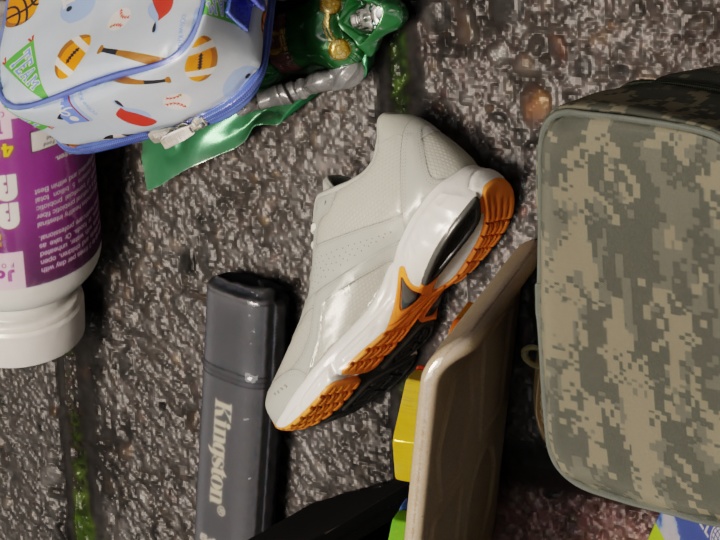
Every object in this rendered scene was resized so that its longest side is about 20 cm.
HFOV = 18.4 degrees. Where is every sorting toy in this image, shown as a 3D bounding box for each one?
[{"bbox_3d":[0.045,0.097,1.137,0.036,0.185,0.201,14,111,13],"label":"sorting toy"}]

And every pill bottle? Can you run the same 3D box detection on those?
[{"bbox_3d":[-0.210,-0.047,1.303,0.112,0.112,0.201,18,126,29],"label":"pill bottle"}]

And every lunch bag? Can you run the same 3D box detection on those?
[{"bbox_3d":[0.181,-0.001,1.030,0.139,0.167,0.201,9,110,45],"label":"lunch bag"},{"bbox_3d":[-0.109,-0.158,1.181,0.160,0.076,0.201,-13,58,31],"label":"lunch bag"}]

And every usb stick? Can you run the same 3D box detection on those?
[{"bbox_3d":[-0.071,0.098,1.309,0.055,0.033,0.201,15,112,29],"label":"usb stick"}]

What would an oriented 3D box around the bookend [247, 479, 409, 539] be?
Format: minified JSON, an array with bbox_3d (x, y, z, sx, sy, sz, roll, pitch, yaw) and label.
[{"bbox_3d":[-0.014,0.239,1.207,0.092,0.200,0.200,-19,91,36],"label":"bookend"}]

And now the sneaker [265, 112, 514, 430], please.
[{"bbox_3d":[0.000,0.000,1.218,0.092,0.076,0.200,48,116,23],"label":"sneaker"}]

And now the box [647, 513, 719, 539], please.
[{"bbox_3d":[0.179,0.189,1.122,0.122,0.047,0.201,-118,41,-55],"label":"box"}]

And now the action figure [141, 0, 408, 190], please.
[{"bbox_3d":[-0.059,-0.122,1.230,0.199,0.055,0.119,-13,93,32],"label":"action figure"}]

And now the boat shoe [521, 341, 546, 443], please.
[{"bbox_3d":[0.123,0.012,1.135,0.073,0.063,0.201,23,115,26],"label":"boat shoe"}]
